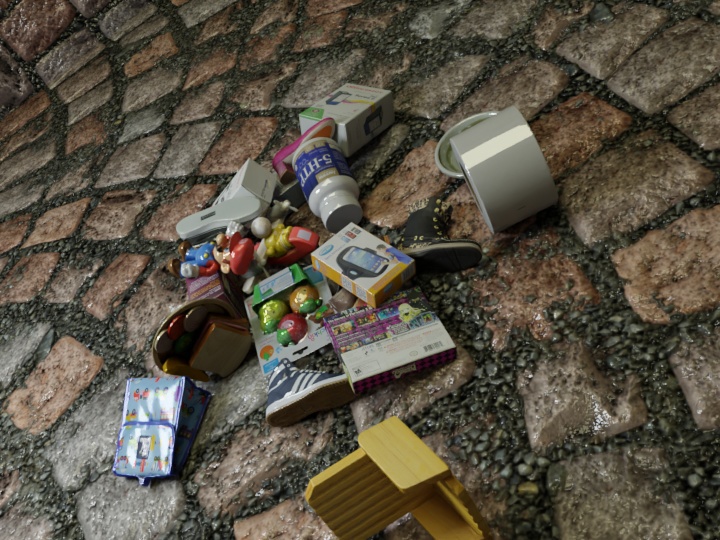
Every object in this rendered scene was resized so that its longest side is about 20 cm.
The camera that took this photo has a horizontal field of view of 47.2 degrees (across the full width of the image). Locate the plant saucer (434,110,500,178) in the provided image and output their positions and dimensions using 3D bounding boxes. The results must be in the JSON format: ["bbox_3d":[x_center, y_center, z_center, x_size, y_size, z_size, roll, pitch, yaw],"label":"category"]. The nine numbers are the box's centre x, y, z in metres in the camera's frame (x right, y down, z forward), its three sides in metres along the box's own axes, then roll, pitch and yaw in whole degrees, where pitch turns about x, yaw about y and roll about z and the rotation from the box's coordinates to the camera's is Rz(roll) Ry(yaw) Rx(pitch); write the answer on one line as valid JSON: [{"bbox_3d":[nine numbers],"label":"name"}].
[{"bbox_3d":[0.256,-0.256,1.758,0.196,0.051,0.203,-17,43,16],"label":"plant saucer"}]

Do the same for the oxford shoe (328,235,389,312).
[{"bbox_3d":[0.000,0.000,1.632,0.071,0.072,0.202,-43,18,56],"label":"oxford shoe"}]

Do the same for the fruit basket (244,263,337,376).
[{"bbox_3d":[-0.139,0.089,1.638,0.182,0.094,0.202,-27,44,7],"label":"fruit basket"}]

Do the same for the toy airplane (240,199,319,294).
[{"bbox_3d":[-0.201,-0.059,1.786,0.198,0.142,0.200,-36,40,-4],"label":"toy airplane"}]

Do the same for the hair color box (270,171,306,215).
[{"bbox_3d":[-0.142,-0.223,1.974,0.199,0.061,0.099,-38,40,-8],"label":"hair color box"}]

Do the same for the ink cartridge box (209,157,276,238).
[{"bbox_3d":[-0.286,-0.139,1.889,0.200,0.083,0.146,-47,21,25],"label":"ink cartridge box"}]

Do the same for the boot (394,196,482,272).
[{"bbox_3d":[0.157,-0.073,1.624,0.197,0.073,0.153,-9,47,35],"label":"boot"}]

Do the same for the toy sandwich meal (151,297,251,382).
[{"bbox_3d":[-0.311,0.145,1.616,0.204,0.206,0.070,-39,52,-9],"label":"toy sandwich meal"}]

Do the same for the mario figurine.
[{"bbox_3d":[-0.307,-0.045,1.694,0.196,0.105,0.127,-8,76,28],"label":"mario figurine"}]

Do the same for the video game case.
[{"bbox_3d":[0.050,0.121,1.483,0.196,0.036,0.182,-18,40,-11],"label":"video game case"}]

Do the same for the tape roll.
[{"bbox_3d":[0.270,-0.190,1.565,0.137,0.204,0.205,-25,40,7],"label":"tape roll"}]

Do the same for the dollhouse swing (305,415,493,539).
[{"bbox_3d":[0.051,0.346,1.171,0.175,0.202,0.181,-40,41,-12],"label":"dollhouse swing"}]

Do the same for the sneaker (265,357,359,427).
[{"bbox_3d":[-0.088,0.202,1.508,0.197,0.070,0.110,-24,42,15],"label":"sneaker"}]

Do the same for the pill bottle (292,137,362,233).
[{"bbox_3d":[-0.069,-0.186,1.829,0.118,0.120,0.202,-28,55,4],"label":"pill bottle"}]

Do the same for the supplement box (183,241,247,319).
[{"bbox_3d":[-0.315,0.041,1.783,0.084,0.111,0.202,-27,40,5],"label":"supplement box"}]

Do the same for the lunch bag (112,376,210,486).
[{"bbox_3d":[-0.394,0.317,1.595,0.147,0.094,0.204,-6,59,26],"label":"lunch bag"}]

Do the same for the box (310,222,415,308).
[{"bbox_3d":[-0.003,-0.019,1.591,0.198,0.042,0.119,33,57,31],"label":"box"}]

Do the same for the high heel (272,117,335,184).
[{"bbox_3d":[-0.134,-0.297,1.911,0.201,0.066,0.097,-50,42,28],"label":"high heel"}]

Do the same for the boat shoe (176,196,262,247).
[{"bbox_3d":[-0.299,-0.103,1.791,0.196,0.064,0.072,-16,45,10],"label":"boat shoe"}]

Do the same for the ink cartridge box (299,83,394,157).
[{"bbox_3d":[-0.030,-0.364,1.971,0.143,0.089,0.199,19,41,33],"label":"ink cartridge box"}]
